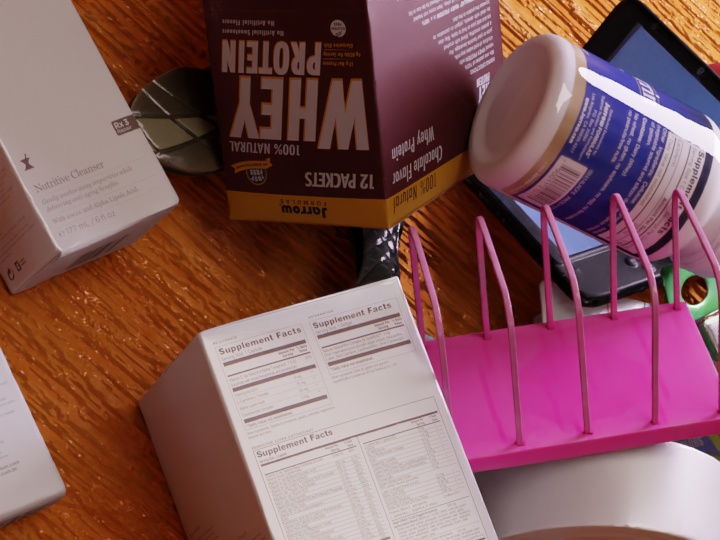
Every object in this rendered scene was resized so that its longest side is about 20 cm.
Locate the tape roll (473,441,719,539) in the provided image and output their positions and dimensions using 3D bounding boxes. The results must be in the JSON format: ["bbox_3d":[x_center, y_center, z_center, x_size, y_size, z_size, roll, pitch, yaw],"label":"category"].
[{"bbox_3d":[0.168,0.187,1.697,0.201,0.202,0.071,20,56,-27],"label":"tape roll"}]

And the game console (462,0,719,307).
[{"bbox_3d":[0.187,-0.093,1.850,0.172,0.119,0.200,-17,51,-32],"label":"game console"}]

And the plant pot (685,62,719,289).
[{"bbox_3d":[0.326,-0.060,1.949,0.181,0.200,0.202,12,60,-21],"label":"plant pot"}]

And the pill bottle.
[{"bbox_3d":[0.185,-0.075,1.716,0.199,0.116,0.116,25,54,-24],"label":"pill bottle"}]

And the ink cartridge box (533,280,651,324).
[{"bbox_3d":[0.200,0.087,1.859,0.199,0.067,0.117,14,61,-31],"label":"ink cartridge box"}]

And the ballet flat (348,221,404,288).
[{"bbox_3d":[0.000,0.000,1.758,0.056,0.067,0.201,9,43,-4],"label":"ballet flat"}]

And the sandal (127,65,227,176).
[{"bbox_3d":[-0.111,-0.114,1.748,0.082,0.054,0.200,51,33,-5],"label":"sandal"}]

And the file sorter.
[{"bbox_3d":[0.137,0.033,1.629,0.198,0.126,0.139,-9,33,-4],"label":"file sorter"}]

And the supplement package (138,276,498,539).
[{"bbox_3d":[-0.028,0.136,1.589,0.150,0.152,0.201,-15,76,-25],"label":"supplement package"}]

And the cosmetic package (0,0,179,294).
[{"bbox_3d":[-0.223,-0.100,1.633,0.113,0.081,0.201,-26,85,-40],"label":"cosmetic package"}]

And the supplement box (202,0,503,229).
[{"bbox_3d":[-0.001,-0.156,1.711,0.197,0.132,0.201,-34,122,-55],"label":"supplement box"}]

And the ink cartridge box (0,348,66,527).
[{"bbox_3d":[-0.306,0.085,1.504,0.196,0.043,0.201,-19,78,-40],"label":"ink cartridge box"}]

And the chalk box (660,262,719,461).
[{"bbox_3d":[0.272,0.087,1.788,0.124,0.124,0.201,-19,81,-39],"label":"chalk box"}]

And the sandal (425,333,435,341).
[{"bbox_3d":[0.085,0.095,1.759,0.199,0.045,0.075,35,48,6],"label":"sandal"}]
